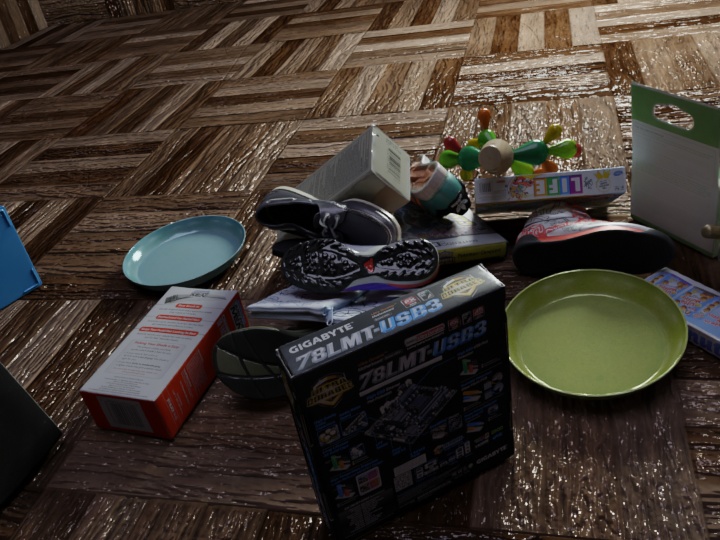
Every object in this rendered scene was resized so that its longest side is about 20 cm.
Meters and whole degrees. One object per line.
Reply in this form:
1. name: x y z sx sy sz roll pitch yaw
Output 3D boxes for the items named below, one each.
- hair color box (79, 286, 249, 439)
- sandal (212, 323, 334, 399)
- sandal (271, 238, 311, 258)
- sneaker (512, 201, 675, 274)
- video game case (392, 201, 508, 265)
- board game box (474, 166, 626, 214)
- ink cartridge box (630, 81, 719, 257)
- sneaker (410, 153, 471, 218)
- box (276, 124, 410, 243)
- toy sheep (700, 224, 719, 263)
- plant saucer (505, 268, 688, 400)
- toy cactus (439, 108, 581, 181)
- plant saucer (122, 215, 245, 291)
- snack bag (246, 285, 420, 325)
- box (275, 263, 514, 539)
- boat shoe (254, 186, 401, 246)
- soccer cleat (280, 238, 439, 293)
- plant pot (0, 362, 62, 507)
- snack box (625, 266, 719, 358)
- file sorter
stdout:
1. hair color box: -0.231 0.105 0.837 0.108 0.065 0.201 2 37 22
2. sandal: -0.073 0.101 0.797 0.196 0.082 0.057 -4 -2 -17
3. sandal: -0.027 -0.008 0.930 0.196 0.046 0.075 5 20 -32
4. sneaker: 0.302 -0.049 0.887 0.197 0.068 0.108 -3 33 31
5. video game case: 0.089 -0.063 0.990 0.176 0.026 0.201 -8 30 -18
6. board game box: 0.259 -0.110 0.967 0.194 0.035 0.134 -4 -2 10
7. ink cartridge box: 0.410 -0.135 0.873 0.047 0.204 0.146 -23 34 -15
8. sneaker: 0.106 -0.116 1.003 0.072 0.079 0.200 -50 14 7
9. box: -0.026 -0.099 0.961 0.198 0.077 0.097 -31 40 36
10. toy sheep: 0.457 -0.024 0.750 0.134 0.139 0.204 -11 60 0
11. plant saucer: 0.253 0.072 0.756 0.195 0.032 0.202 -11 35 8
12. toy cactus: 0.197 -0.166 0.939 0.195 0.105 0.165 10 14 20
13. plant saucer: -0.274 -0.025 1.080 0.195 0.028 0.202 -8 32 5
14. snack bag: -0.013 0.036 0.844 0.195 0.022 0.188 3 10 20
15. box: 0.041 0.120 0.602 0.196 0.203 0.050 -22 32 -16
16. boat shoe: -0.045 -0.057 0.883 0.195 0.074 0.063 16 27 18
17. soccer cleat: 0.000 0.000 0.849 0.194 0.073 0.070 -3 72 6
18. plant pot: -0.467 0.183 0.690 0.194 0.203 0.180 1 47 17
19. snack box: 0.392 0.058 0.751 0.071 0.025 0.199 -26 36 -20
20. file sorter: -0.629 0.002 1.047 0.121 0.142 0.199 15 40 39
